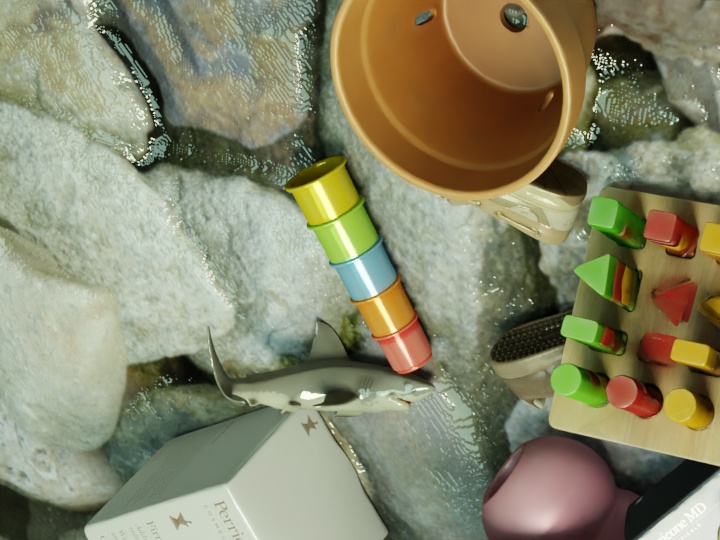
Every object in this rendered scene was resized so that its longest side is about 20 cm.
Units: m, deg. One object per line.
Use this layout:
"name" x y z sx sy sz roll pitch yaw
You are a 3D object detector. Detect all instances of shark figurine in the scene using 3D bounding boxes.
"shark figurine" -0.052 0.088 1.791 0.128 0.213 0.090 156 117 -67

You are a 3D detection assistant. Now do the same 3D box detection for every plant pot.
"plant pot" 0.096 -0.174 1.516 0.199 0.140 0.201 16 125 24

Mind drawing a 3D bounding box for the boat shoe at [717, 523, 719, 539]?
"boat shoe" 0.369 0.178 1.510 0.068 0.199 0.072 146 105 -76

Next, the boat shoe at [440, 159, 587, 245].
"boat shoe" 0.086 -0.081 1.622 0.199 0.071 0.065 27 127 13

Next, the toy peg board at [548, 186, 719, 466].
"toy peg board" 0.247 0.041 1.514 0.198 0.098 0.201 11 86 26

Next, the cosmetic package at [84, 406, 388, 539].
"cosmetic package" -0.118 0.248 1.882 0.199 0.166 0.168 -21 105 37

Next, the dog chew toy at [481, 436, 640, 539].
"dog chew toy" 0.205 0.235 1.713 0.200 0.125 0.125 36 130 -2

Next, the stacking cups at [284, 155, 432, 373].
"stacking cups" 0.000 0.000 1.733 0.060 0.061 0.201 -12 112 35

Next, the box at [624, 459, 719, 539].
"box" 0.334 0.237 1.611 0.148 0.104 0.200 -43 92 16

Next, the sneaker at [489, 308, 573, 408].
"sneaker" 0.208 0.070 1.656 0.199 0.071 0.076 -11 130 39
